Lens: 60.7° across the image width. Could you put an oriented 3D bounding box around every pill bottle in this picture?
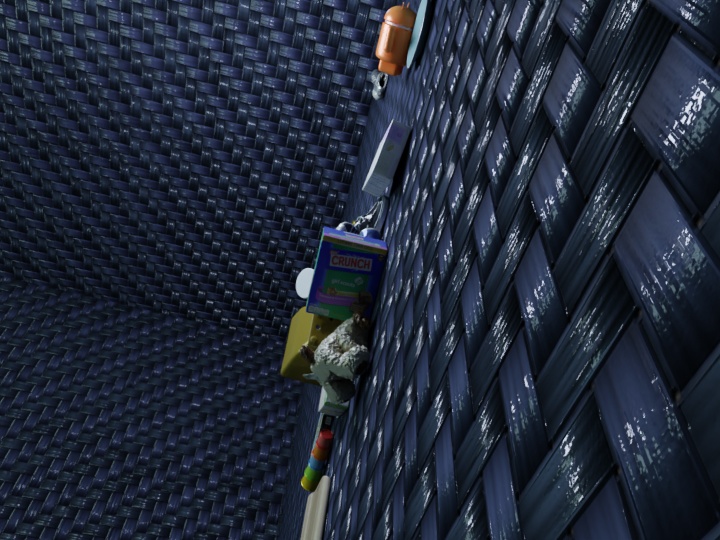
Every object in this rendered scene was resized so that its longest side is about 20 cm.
[{"bbox_3d":[-0.089,0.055,1.747,0.109,0.198,0.115,-11,70,35],"label":"pill bottle"}]

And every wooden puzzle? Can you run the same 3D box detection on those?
[{"bbox_3d":[-0.118,0.666,1.635,0.201,0.036,0.190,118,164,-54],"label":"wooden puzzle"}]

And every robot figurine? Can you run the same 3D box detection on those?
[{"bbox_3d":[0.112,-0.693,1.836,0.117,0.140,0.205,46,129,47],"label":"robot figurine"}]

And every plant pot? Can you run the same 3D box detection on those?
[{"bbox_3d":[-0.115,0.215,1.835,0.201,0.188,0.201,123,159,-60],"label":"plant pot"}]

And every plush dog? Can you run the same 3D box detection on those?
[{"bbox_3d":[-0.041,0.187,1.457,0.172,0.158,0.203,-46,-15,-42],"label":"plush dog"}]

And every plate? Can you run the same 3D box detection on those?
[{"bbox_3d":[0.165,-0.656,1.680,0.200,0.025,0.207,-168,89,-84],"label":"plate"}]

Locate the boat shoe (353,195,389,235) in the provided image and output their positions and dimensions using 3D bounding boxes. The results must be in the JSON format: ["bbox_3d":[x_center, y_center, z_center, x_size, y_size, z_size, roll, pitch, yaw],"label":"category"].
[{"bbox_3d":[0.014,-0.118,1.687,0.204,0.066,0.072,-63,16,15],"label":"boat shoe"}]

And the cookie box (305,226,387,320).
[{"bbox_3d":[-0.036,0.015,1.525,0.075,0.166,0.206,-103,26,-71],"label":"cookie box"}]

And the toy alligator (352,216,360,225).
[{"bbox_3d":[0.015,-0.104,1.818,0.201,0.057,0.056,-118,29,-63],"label":"toy alligator"}]

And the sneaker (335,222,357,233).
[{"bbox_3d":[-0.054,-0.094,1.793,0.080,0.128,0.199,-53,-31,-6],"label":"sneaker"}]

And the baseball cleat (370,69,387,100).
[{"bbox_3d":[0.089,-0.823,2.643,0.107,0.068,0.205,119,155,-47],"label":"baseball cleat"}]

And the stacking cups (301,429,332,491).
[{"bbox_3d":[-0.128,0.556,1.807,0.061,0.059,0.205,-88,12,-62],"label":"stacking cups"}]

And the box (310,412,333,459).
[{"bbox_3d":[-0.123,0.527,1.949,0.110,0.034,0.206,-103,26,-78],"label":"box"}]

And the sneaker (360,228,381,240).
[{"bbox_3d":[0.000,-0.001,1.635,0.116,0.078,0.204,-83,9,-59],"label":"sneaker"}]

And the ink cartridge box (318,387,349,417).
[{"bbox_3d":[-0.069,0.328,1.682,0.201,0.065,0.121,115,166,-66],"label":"ink cartridge box"}]

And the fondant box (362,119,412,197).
[{"bbox_3d":[0.066,-0.286,1.600,0.200,0.057,0.148,148,144,-81],"label":"fondant box"}]
